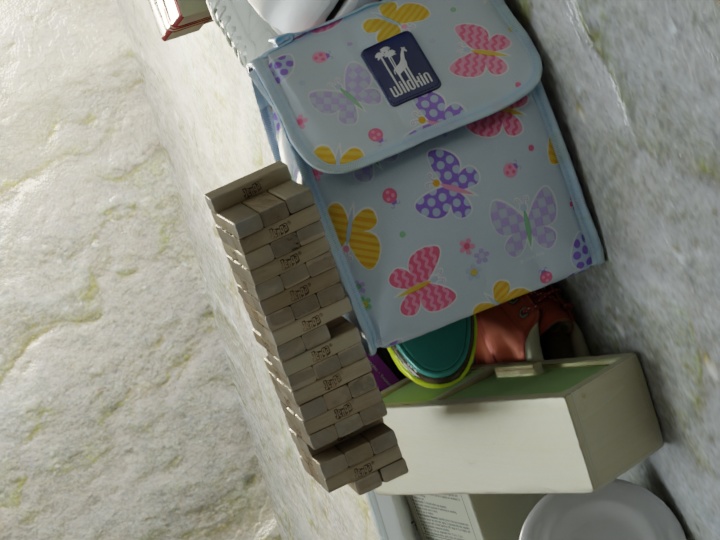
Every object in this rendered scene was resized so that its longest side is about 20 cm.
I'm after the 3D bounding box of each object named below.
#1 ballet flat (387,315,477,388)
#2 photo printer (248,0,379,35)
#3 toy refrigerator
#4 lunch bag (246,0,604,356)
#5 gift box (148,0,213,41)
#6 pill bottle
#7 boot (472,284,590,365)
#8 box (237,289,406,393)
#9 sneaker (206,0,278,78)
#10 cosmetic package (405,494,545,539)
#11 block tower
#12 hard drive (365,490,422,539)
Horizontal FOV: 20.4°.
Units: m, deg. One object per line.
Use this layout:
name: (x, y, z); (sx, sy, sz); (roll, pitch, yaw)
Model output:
ballet flat: (0.031, 0.005, 1.355); (0.067, 0.066, 0.201); (92, 161, -56)
photo printer: (-0.024, -0.241, 1.315); (0.167, 0.069, 0.200); (-59, 31, 16)
toy refrigerator: (0.089, 0.098, 1.286); (0.199, 0.076, 0.070); (-8, 103, 49)
lunch bag: (0.035, -0.070, 1.243); (0.127, 0.169, 0.201); (-173, 63, -78)
gift box: (-0.118, -0.300, 1.589); (0.185, 0.186, 0.201); (152, 97, -79)
pill bottle: (0.156, 0.230, 1.332); (0.200, 0.111, 0.112); (86, 162, -57)
boot: (0.106, 0.014, 1.359); (0.107, 0.075, 0.201); (-22, 81, 60)
box: (0.000, 0.000, 1.422); (0.143, 0.036, 0.200); (50, -141, -18)
sneaker: (-0.070, -0.179, 1.443); (0.077, 0.080, 0.201); (82, -177, -56)
cosmetic package: (0.084, 0.158, 1.456); (0.103, 0.073, 0.201); (3, 113, 61)
block tower: (-0.032, 0.039, 1.209); (0.058, 0.054, 0.201); (28, 141, 68)
hard drive: (0.026, 0.153, 1.529); (0.132, 0.026, 0.201); (-8, -99, -77)
